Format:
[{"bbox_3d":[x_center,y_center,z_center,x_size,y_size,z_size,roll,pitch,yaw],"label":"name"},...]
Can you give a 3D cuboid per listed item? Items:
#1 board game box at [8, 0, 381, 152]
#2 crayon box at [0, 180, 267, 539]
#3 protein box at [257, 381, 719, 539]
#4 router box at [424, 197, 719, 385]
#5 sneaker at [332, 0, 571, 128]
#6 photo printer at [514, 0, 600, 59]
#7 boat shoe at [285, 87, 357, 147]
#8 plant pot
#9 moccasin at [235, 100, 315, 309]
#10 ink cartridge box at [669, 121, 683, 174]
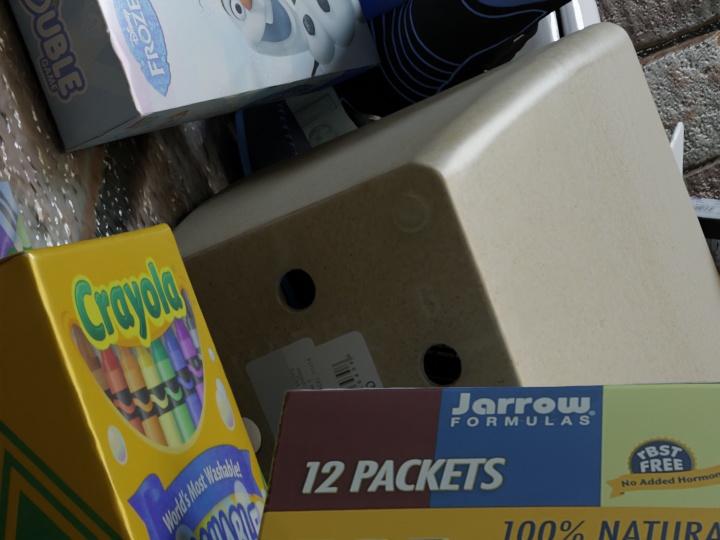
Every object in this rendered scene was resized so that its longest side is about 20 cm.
[{"bbox_3d":[-0.084,-0.161,0.702,0.199,0.043,0.202,-23,93,-62],"label":"board game box"},{"bbox_3d":[-0.071,0.062,0.499,0.126,0.051,0.202,-25,94,-78],"label":"crayon box"},{"bbox_3d":[0.048,0.169,0.463,0.200,0.133,0.201,-81,164,-45],"label":"protein box"},{"bbox_3d":[0.087,0.037,0.781,0.051,0.198,0.151,-23,119,-66],"label":"router box"},{"bbox_3d":[0.046,-0.106,0.783,0.199,0.070,0.079,-1,-65,61],"label":"sneaker"},{"bbox_3d":[0.104,-0.095,1.086,0.200,0.069,0.168,117,-31,-71],"label":"photo printer"},{"bbox_3d":[-0.024,-0.081,0.912,0.201,0.071,0.063,56,14,-34],"label":"boat shoe"},{"bbox_3d":[0.027,0.033,0.680,0.177,0.199,0.202,-21,90,-66],"label":"plant pot"},{"bbox_3d":[0.000,0.000,0.873,0.081,0.068,0.201,-79,146,-68],"label":"moccasin"},{"bbox_3d":[0.118,0.014,0.918,0.200,0.066,0.117,-58,150,-48],"label":"ink cartridge box"}]
